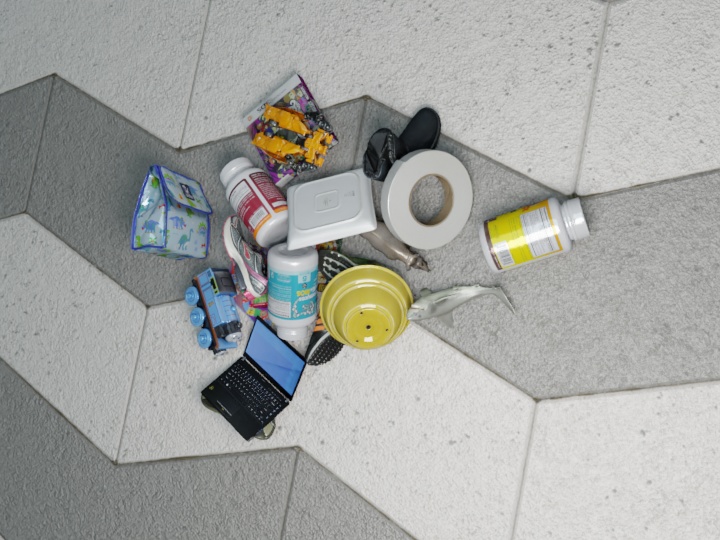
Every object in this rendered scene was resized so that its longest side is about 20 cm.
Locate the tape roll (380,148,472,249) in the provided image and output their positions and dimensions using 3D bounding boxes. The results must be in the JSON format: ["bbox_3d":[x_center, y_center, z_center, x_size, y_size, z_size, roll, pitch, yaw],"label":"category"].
[{"bbox_3d":[0.136,-0.145,1.442,0.037,0.201,0.205,29,96,61],"label":"tape roll"}]

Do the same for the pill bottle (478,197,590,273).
[{"bbox_3d":[0.338,-0.073,1.384,0.198,0.109,0.110,-18,77,20],"label":"pill bottle"}]

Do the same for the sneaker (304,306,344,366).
[{"bbox_3d":[-0.067,0.114,1.569,0.201,0.070,0.090,-57,45,12],"label":"sneaker"}]

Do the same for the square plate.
[{"bbox_3d":[-0.069,-0.143,1.541,0.196,0.029,0.201,-14,47,8],"label":"square plate"}]

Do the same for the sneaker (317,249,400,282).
[{"bbox_3d":[0.000,0.000,1.537,0.198,0.089,0.078,21,115,15],"label":"sneaker"}]

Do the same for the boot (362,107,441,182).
[{"bbox_3d":[0.088,-0.267,1.484,0.076,0.168,0.202,29,94,24],"label":"boot"}]

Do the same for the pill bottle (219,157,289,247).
[{"bbox_3d":[-0.238,-0.161,1.643,0.113,0.113,0.201,-42,70,13],"label":"pill bottle"}]

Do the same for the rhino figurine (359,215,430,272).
[{"bbox_3d":[0.072,-0.052,1.508,0.200,0.087,0.060,40,100,23],"label":"rhino figurine"}]

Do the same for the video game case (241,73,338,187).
[{"bbox_3d":[-0.168,-0.329,1.675,0.180,0.036,0.201,-34,72,18],"label":"video game case"}]

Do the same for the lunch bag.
[{"bbox_3d":[-0.445,-0.135,1.698,0.126,0.170,0.203,-3,80,23],"label":"lunch bag"}]

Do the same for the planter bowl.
[{"bbox_3d":[0.014,0.097,1.457,0.198,0.084,0.202,-1,117,-1],"label":"planter bowl"}]

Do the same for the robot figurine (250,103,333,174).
[{"bbox_3d":[-0.147,-0.300,1.610,0.199,0.058,0.146,25,95,25],"label":"robot figurine"}]

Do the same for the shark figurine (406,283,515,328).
[{"bbox_3d":[0.199,0.076,1.458,0.212,0.128,0.090,-13,104,4],"label":"shark figurine"}]

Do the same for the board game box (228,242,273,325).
[{"bbox_3d":[-0.242,0.031,1.659,0.200,0.039,0.159,41,100,23],"label":"board game box"}]

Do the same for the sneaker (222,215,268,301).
[{"bbox_3d":[-0.255,-0.034,1.616,0.074,0.081,0.202,-23,78,6],"label":"sneaker"}]

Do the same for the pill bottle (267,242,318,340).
[{"bbox_3d":[-0.148,0.049,1.552,0.110,0.111,0.202,14,117,24],"label":"pill bottle"}]

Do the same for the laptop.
[{"bbox_3d":[-0.240,0.239,1.587,0.200,0.104,0.177,-40,59,-22],"label":"laptop"}]

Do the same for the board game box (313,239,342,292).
[{"bbox_3d":[-0.094,-0.055,1.613,0.104,0.023,0.202,9,87,21],"label":"board game box"}]

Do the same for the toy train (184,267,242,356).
[{"bbox_3d":[-0.337,0.095,1.662,0.114,0.086,0.202,-29,73,28],"label":"toy train"}]

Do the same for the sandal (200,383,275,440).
[{"bbox_3d":[-0.275,0.323,1.631,0.200,0.058,0.080,25,58,23],"label":"sandal"}]
